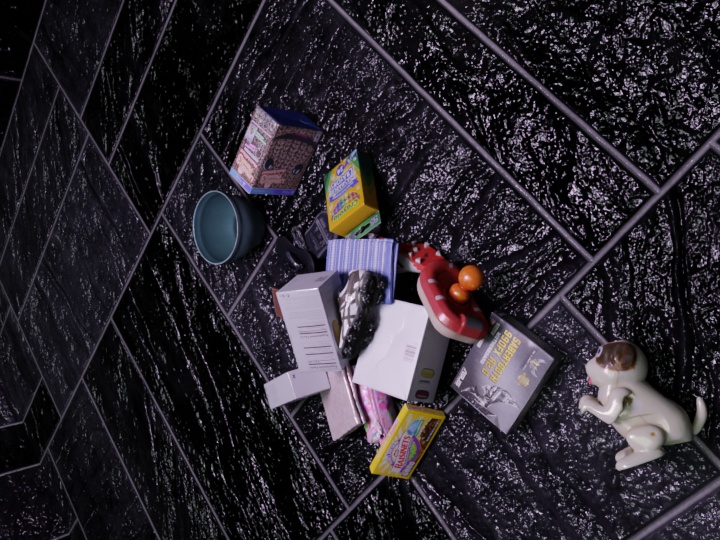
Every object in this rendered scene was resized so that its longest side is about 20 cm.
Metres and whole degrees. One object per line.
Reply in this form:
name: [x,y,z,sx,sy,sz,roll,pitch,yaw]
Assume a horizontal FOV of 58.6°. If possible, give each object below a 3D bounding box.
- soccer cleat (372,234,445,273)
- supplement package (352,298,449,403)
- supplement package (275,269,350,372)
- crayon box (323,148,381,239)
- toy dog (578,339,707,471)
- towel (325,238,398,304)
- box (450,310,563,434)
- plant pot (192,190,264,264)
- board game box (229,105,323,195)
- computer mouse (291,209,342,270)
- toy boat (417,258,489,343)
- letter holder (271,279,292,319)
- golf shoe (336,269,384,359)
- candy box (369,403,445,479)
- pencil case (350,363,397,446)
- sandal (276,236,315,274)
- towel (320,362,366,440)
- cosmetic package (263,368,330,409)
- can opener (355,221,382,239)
soccer cleat: [0.104,-0.024,1.459,0.200,0.069,0.085,14,143,23]
supplement package: [0.096,0.173,1.414,0.156,0.111,0.200,12,86,39]
supplement package: [-0.093,0.115,1.441,0.109,0.114,0.200,-7,109,25]
crayon box: [-0.022,-0.171,1.513,0.126,0.052,0.200,-35,50,37]
toy dog: [0.472,0.219,1.113,0.194,0.139,0.200,-30,74,24]
towel: [0.000,0.000,1.448,0.200,0.024,0.145,3,89,40]
box: [0.296,0.208,1.318,0.158,0.048,0.200,41,118,32]
plant pot: [-0.354,-0.121,1.792,0.200,0.134,0.201,4,97,41]
board game box: [-0.216,-0.303,1.643,0.097,0.159,0.200,45,121,29]
computer mouse: [-0.096,-0.089,1.633,0.200,0.053,0.139,-38,71,49]
toy boat: [0.203,0.043,1.309,0.131,0.130,0.200,-55,33,27]
letter holder: [-0.117,0.113,1.611,0.200,0.100,0.142,15,116,43]
golf shoe: [-0.013,0.093,1.401,0.094,0.078,0.200,26,99,45]
candy box: [0.106,0.393,1.464,0.026,0.102,0.200,-108,39,-59]
pencil case: [0.036,0.312,1.523,0.087,0.087,0.200,-22,77,39]
sandal: [-0.176,-0.026,1.675,0.200,0.043,0.076,32,135,50]
towel: [-0.052,0.306,1.576,0.200,0.032,0.191,-51,52,58]
cosmetic package: [-0.166,0.298,1.646,0.200,0.101,0.071,-37,68,59]
can opener: [0.010,-0.038,1.546,0.063,0.079,0.200,11,108,1]
